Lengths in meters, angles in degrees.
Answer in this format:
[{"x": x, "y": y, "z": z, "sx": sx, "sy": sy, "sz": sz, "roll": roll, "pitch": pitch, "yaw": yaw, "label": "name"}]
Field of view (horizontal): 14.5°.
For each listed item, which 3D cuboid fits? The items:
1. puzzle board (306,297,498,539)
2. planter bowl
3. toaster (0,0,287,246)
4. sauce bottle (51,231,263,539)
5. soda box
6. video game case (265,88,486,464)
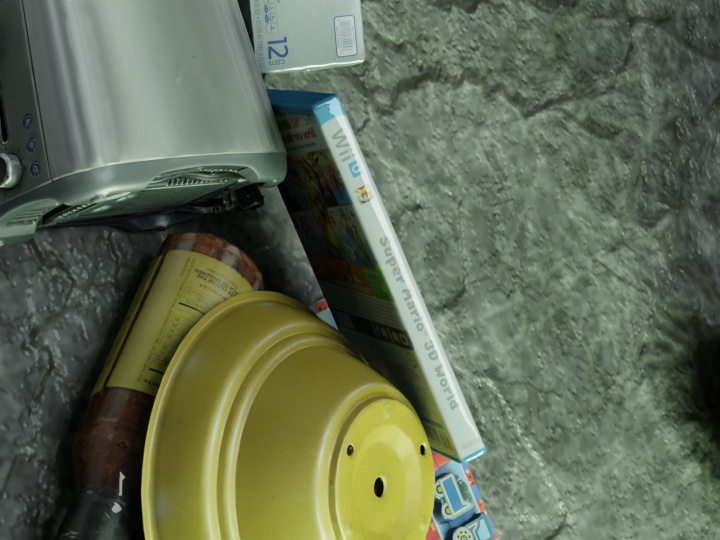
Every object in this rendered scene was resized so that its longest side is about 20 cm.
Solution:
[{"x": 0.004, "y": 0.115, "z": 1.576, "sx": 0.150, "sy": 0.017, "sz": 0.201, "roll": -26, "pitch": 95, "yaw": -43, "label": "puzzle board"}, {"x": -0.019, "y": 0.110, "z": 1.455, "sx": 0.200, "sy": 0.083, "sz": 0.202, "roll": 4, "pitch": 85, "yaw": -54, "label": "planter bowl"}, {"x": -0.122, "y": -0.090, "z": 1.455, "sx": 0.199, "sy": 0.113, "sz": 0.130, "roll": -7, "pitch": 81, "yaw": -49, "label": "toaster"}, {"x": -0.110, "y": 0.075, "z": 1.455, "sx": 0.066, "sy": 0.066, "sz": 0.201, "roll": 39, "pitch": 57, "yaw": -27, "label": "sauce bottle"}, {"x": -0.044, "y": -0.210, "z": 1.531, "sx": 0.063, "sy": 0.068, "sz": 0.202, "roll": -8, "pitch": 100, "yaw": -15, "label": "soda box"}, {"x": 0.000, "y": 0.000, "z": 1.494, "sx": 0.018, "sy": 0.143, "sz": 0.201, "roll": -26, "pitch": 101, "yaw": -13, "label": "video game case"}]
